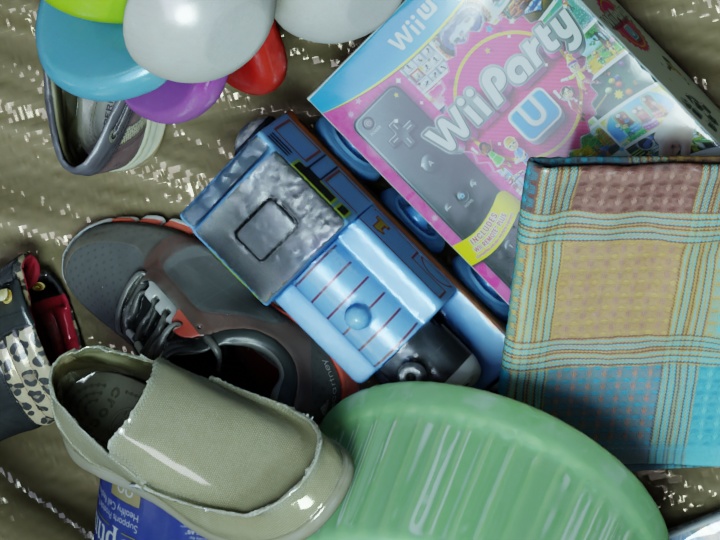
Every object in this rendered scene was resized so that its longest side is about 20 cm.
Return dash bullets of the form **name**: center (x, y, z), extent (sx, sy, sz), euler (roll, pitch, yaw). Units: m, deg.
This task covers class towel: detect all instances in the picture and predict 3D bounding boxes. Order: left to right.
- **towel**: center (0.147, 0.027, 1.387), extent (0.147, 0.022, 0.200), euler (-2, 127, -7)

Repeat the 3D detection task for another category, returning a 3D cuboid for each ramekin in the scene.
- **ramekin**: center (0.052, 0.158, 1.405), extent (0.200, 0.098, 0.200), euler (16, 143, 13)

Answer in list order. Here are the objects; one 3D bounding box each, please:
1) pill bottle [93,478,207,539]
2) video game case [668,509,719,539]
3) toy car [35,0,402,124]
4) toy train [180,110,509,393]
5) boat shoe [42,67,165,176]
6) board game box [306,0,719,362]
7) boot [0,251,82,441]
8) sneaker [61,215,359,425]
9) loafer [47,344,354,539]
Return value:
- **pill bottle**: center (-0.098, 0.174, 1.519), extent (0.112, 0.112, 0.200), euler (12, 108, 14)
- **video game case**: center (0.244, 0.186, 1.456), extent (0.200, 0.018, 0.143), euler (-23, 97, 16)
- **toy car**: center (-0.086, -0.148, 1.383), extent (0.175, 0.200, 0.150), euler (43, 136, 32)
- **toy train**: center (0.000, 0.000, 1.435), extent (0.200, 0.114, 0.087), euler (46, 114, 0)
- **boat shoe**: center (-0.138, -0.147, 1.462), extent (0.072, 0.065, 0.200), euler (10, 108, 16)
- **board game box**: center (0.095, -0.072, 1.413), extent (0.200, 0.064, 0.148), euler (46, 112, 1)
- **boot**: center (-0.251, 0.023, 1.544), extent (0.151, 0.073, 0.200), euler (-20, 93, 18)
- **sneaker**: center (-0.096, 0.029, 1.476), extent (0.200, 0.082, 0.077), euler (26, 114, 27)
- **loafer**: center (-0.092, 0.088, 1.386), extent (0.200, 0.076, 0.068), euler (12, 155, 38)
